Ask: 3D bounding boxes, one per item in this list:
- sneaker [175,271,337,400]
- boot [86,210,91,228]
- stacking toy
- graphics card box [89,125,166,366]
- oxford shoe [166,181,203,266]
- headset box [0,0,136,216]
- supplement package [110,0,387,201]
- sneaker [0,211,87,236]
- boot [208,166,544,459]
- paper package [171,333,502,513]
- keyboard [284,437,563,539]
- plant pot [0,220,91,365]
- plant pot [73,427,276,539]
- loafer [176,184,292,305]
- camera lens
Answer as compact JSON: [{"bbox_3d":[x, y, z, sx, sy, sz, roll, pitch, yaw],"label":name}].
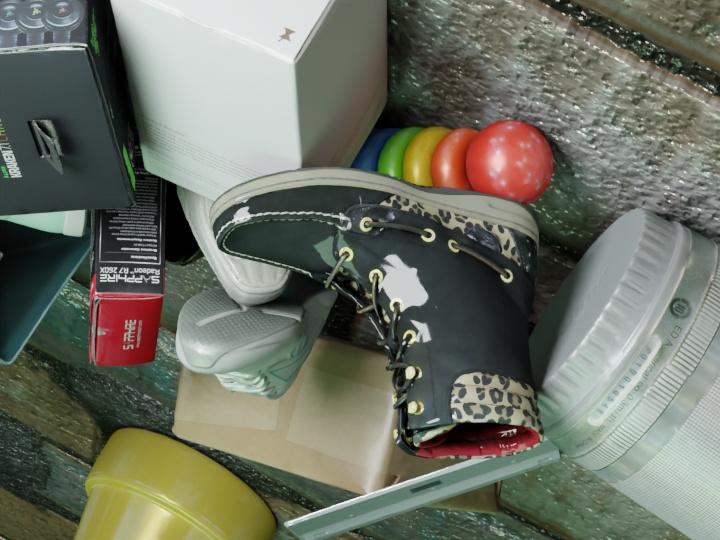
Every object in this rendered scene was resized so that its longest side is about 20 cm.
[{"bbox_3d":[-0.066,0.050,1.361,0.070,0.081,0.200,17,-167,16],"label":"sneaker"},{"bbox_3d":[-0.234,-0.107,1.555,0.162,0.073,0.198,34,158,-10],"label":"boot"},{"bbox_3d":[0.038,-0.058,1.335,0.200,0.086,0.085,-5,139,47],"label":"stacking toy"},{"bbox_3d":[-0.158,-0.050,1.429,0.051,0.201,0.126,1,157,-8],"label":"graphics card box"},{"bbox_3d":[-0.136,-0.040,1.559,0.073,0.085,0.200,29,158,0],"label":"oxford shoe"},{"bbox_3d":[-0.189,-0.150,1.240,0.092,0.201,0.174,-4,150,2],"label":"headset box"},{"bbox_3d":[-0.060,-0.133,1.244,0.121,0.120,0.200,24,155,12],"label":"supplement package"},{"bbox_3d":[-0.243,-0.101,1.444,0.118,0.074,0.201,5,136,-7],"label":"sneaker"},{"bbox_3d":[0.014,0.025,1.219,0.203,0.154,0.074,6,151,-16],"label":"boot"},{"bbox_3d":[-0.006,0.107,1.592,0.200,0.104,0.190,13,179,34],"label":"paper package"},{"bbox_3d":[0.046,0.150,1.454,0.199,0.011,0.056,-19,155,5],"label":"keyboard"},{"bbox_3d":[-0.339,-0.013,1.782,0.141,0.141,0.200,38,162,-17],"label":"plant pot"},{"bbox_3d":[-0.217,0.295,2.169,0.200,0.189,0.201,25,156,12],"label":"plant pot"},{"bbox_3d":[-0.085,-0.054,1.364,0.070,0.200,0.070,-1,141,-16],"label":"loafer"},{"bbox_3d":[0.212,0.076,1.287,0.200,0.160,0.160,34,156,-7],"label":"camera lens"}]
